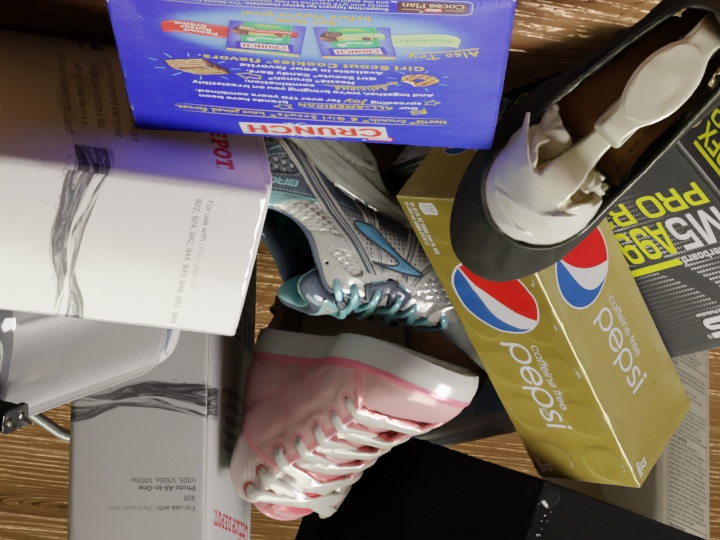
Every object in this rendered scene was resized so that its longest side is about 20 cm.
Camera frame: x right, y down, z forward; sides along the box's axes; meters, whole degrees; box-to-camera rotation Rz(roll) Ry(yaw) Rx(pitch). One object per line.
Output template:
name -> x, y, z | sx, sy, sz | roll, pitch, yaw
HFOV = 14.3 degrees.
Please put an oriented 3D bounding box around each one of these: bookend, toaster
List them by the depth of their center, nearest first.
toaster -> -0.175, -0.004, 1.471 | 0.129, 0.200, 0.114 | -17, 135, -33
bookend -> 0.102, 0.167, 1.597 | 0.200, 0.092, 0.199 | 22, 175, -33

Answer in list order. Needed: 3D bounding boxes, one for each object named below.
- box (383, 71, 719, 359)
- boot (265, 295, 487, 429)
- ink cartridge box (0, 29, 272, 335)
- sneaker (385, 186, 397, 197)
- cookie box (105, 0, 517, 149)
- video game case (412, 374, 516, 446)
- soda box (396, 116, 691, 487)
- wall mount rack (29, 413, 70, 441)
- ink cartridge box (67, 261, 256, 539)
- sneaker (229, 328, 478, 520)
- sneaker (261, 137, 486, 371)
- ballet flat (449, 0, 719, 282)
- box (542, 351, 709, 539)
box -> 0.129, -0.026, 1.468 | 0.200, 0.044, 0.160 | -16, 121, 50
boot -> 0.000, 0.047, 1.676 | 0.146, 0.200, 0.070 | -26, 116, 27
ink cartridge box -> -0.152, -0.048, 1.357 | 0.199, 0.084, 0.146 | 8, -153, -12
sneaker -> 0.079, -0.036, 1.596 | 0.199, 0.074, 0.082 | 7, 128, 19
cookie box -> -0.021, -0.118, 1.234 | 0.171, 0.075, 0.200 | 3, 165, 0
video game case -> 0.070, 0.036, 1.689 | 0.017, 0.143, 0.200 | 33, 151, -29
soda box -> 0.096, 0.017, 1.453 | 0.068, 0.064, 0.200 | 5, 136, 39
wall mount rack -> -0.168, 0.045, 1.761 | 0.173, 0.200, 0.075 | 2, 129, -13
ink cartridge box -> -0.111, 0.068, 1.622 | 0.084, 0.201, 0.146 | -1, 170, 7
sneaker -> -0.008, 0.088, 1.538 | 0.075, 0.105, 0.200 | 20, 172, -27
sneaker -> 0.000, 0.000, 1.495 | 0.200, 0.086, 0.078 | 39, 150, -10
ballet flat -> 0.106, -0.064, 1.305 | 0.200, 0.068, 0.068 | -46, 179, 23
box -> 0.160, 0.080, 1.722 | 0.078, 0.201, 0.095 | -5, 163, 25
